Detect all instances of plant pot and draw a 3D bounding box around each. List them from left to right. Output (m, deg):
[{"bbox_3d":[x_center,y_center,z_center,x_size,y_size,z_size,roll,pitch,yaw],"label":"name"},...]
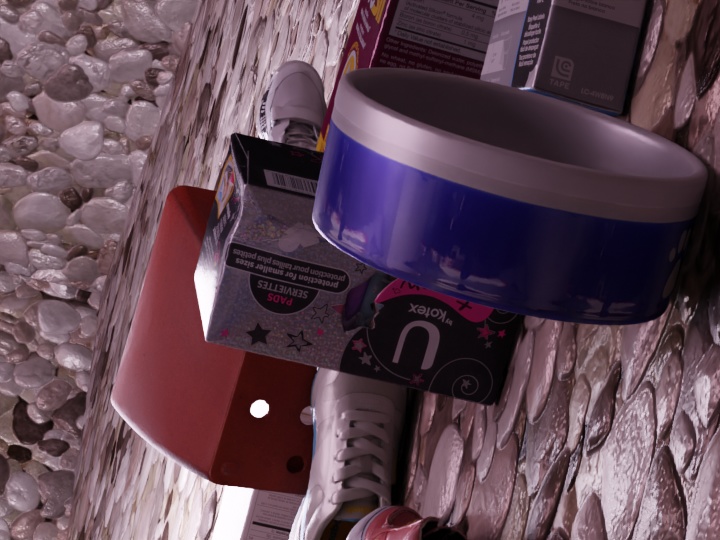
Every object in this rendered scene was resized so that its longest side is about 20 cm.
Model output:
[{"bbox_3d":[-0.061,0.073,1.911,0.176,0.198,0.201,-125,48,-59],"label":"plant pot"}]

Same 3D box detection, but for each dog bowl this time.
[{"bbox_3d":[0.077,-0.041,1.288,0.200,0.198,0.079,-116,38,-73],"label":"dog bowl"}]

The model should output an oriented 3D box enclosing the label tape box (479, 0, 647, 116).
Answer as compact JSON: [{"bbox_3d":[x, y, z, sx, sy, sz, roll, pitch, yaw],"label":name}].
[{"bbox_3d":[0.137,-0.198,1.523,0.143,0.066,0.202,-173,95,-79],"label":"label tape box"}]

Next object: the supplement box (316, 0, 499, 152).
[{"bbox_3d":[0.044,-0.148,1.826,0.131,0.102,0.201,-105,31,-70],"label":"supplement box"}]

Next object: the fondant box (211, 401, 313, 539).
[{"bbox_3d":[-0.083,0.202,2.164,0.144,0.058,0.202,-125,50,-75],"label":"fondant box"}]

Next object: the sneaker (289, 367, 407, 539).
[{"bbox_3d":[-0.001,0.145,1.811,0.081,0.076,0.202,-137,53,-69],"label":"sneaker"}]

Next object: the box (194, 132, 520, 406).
[{"bbox_3d":[0.000,0.000,1.620,0.132,0.198,0.116,-110,33,-70],"label":"box"}]

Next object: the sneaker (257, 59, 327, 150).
[{"bbox_3d":[-0.055,-0.124,2.373,0.115,0.074,0.202,130,146,-65],"label":"sneaker"}]

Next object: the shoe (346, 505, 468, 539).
[{"bbox_3d":[0.038,0.191,1.572,0.091,0.071,0.200,-44,9,22],"label":"shoe"}]
